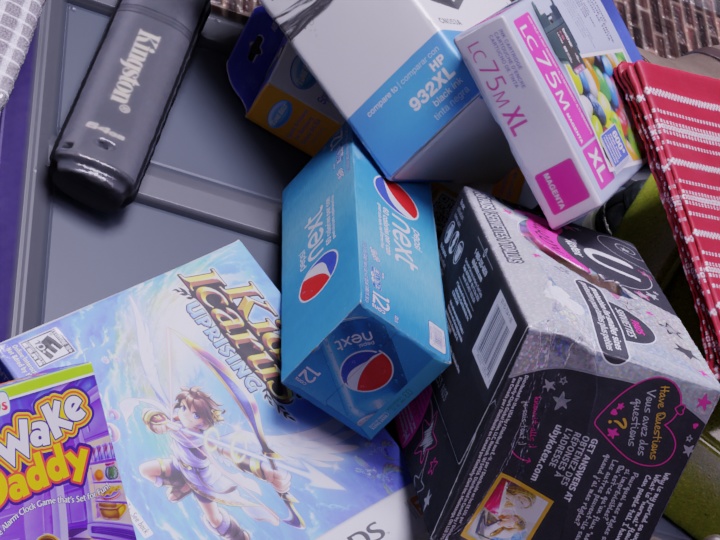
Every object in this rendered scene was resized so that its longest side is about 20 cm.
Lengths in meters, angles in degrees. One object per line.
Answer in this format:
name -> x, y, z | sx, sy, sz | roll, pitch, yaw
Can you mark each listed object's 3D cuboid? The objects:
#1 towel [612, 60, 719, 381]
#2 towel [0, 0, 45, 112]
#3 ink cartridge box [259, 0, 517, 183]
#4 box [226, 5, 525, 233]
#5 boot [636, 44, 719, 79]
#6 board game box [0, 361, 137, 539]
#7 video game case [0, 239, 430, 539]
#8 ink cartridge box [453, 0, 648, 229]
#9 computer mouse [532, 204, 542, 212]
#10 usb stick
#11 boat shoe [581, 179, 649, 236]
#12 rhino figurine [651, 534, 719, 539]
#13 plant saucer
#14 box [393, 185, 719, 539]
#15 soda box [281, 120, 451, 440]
towel -> 0.216, -0.027, 1.250 | 0.144, 0.022, 0.201 | 4, 66, -53
towel -> -0.259, -0.147, 1.165 | 0.165, 0.086, 0.200 | 25, 45, -15
ink cartridge box -> 0.022, -0.154, 1.274 | 0.200, 0.084, 0.145 | 55, 26, 17
box -> 0.015, -0.105, 1.345 | 0.200, 0.041, 0.119 | 31, 44, -11
boot -> 0.225, -0.124, 1.488 | 0.200, 0.070, 0.146 | 42, 37, 2
board game box -> -0.197, 0.131, 0.965 | 0.200, 0.045, 0.135 | -17, 93, -41
video game case -> -0.075, 0.095, 1.116 | 0.181, 0.045, 0.200 | -25, 71, -44
ink cartridge box -> 0.127, -0.109, 1.237 | 0.120, 0.042, 0.200 | 62, 26, -5
computer mouse -> 0.127, -0.049, 1.363 | 0.034, 0.059, 0.200 | 23, 41, 9
usb stick -> -0.134, -0.113, 1.258 | 0.055, 0.033, 0.200 | 28, 45, -12
boat shoe -> 0.242, 0.005, 1.383 | 0.199, 0.066, 0.075 | 36, 42, -3
rhino figurine -> 0.180, 0.188, 1.198 | 0.200, 0.060, 0.088 | 35, 40, -6
plant saucer -> 0.225, 0.055, 1.296 | 0.199, 0.048, 0.200 | 36, 65, -2
box -> 0.098, 0.059, 1.138 | 0.114, 0.132, 0.200 | 18, 19, -15
soda box -> 0.000, 0.000, 1.182 | 0.064, 0.068, 0.200 | 35, 25, -21
